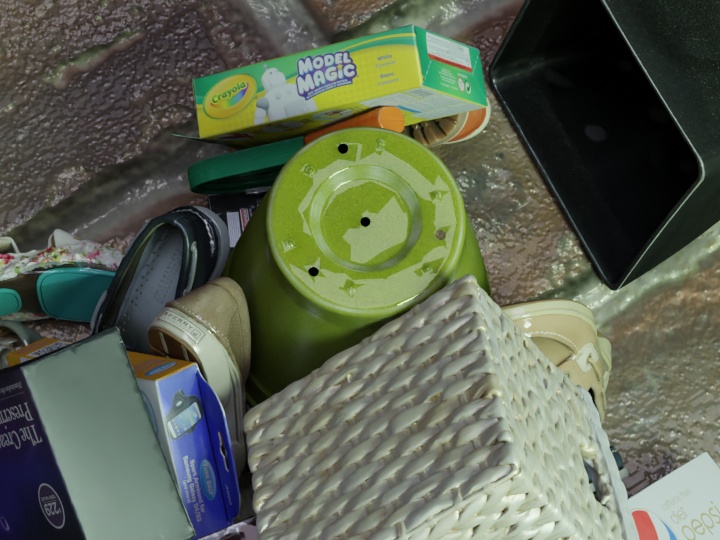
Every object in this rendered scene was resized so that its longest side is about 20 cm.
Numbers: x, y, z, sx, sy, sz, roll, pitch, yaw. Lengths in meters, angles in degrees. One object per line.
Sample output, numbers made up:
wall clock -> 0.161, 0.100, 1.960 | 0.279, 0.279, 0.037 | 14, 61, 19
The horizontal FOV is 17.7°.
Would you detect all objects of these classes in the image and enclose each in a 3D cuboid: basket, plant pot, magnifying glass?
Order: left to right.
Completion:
magnifying glass -> -0.045, -0.082, 1.612 | 0.079, 0.199, 0.023 | -2, 82, -43
plant pot -> 0.000, 0.000, 1.551 | 0.198, 0.193, 0.202 | 1, 71, -2
basket -> 0.046, 0.147, 1.432 | 0.199, 0.161, 0.199 | -32, 36, 17
plant pot -> 0.234, -0.138, 1.675 | 0.176, 0.200, 0.201 | -23, 72, -23

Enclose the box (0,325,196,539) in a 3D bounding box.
box -> -0.202, 0.128, 1.491 | 0.078, 0.200, 0.142 | -24, 92, -32

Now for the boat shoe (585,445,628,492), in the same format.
boat shoe -> 0.087, 0.142, 1.620 | 0.198, 0.075, 0.062 | -11, 82, 2

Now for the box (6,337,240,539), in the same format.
box -> -0.156, 0.115, 1.536 | 0.041, 0.199, 0.120 | -22, 108, -36

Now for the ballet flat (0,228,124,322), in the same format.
ballet flat -> -0.237, 0.001, 1.654 | 0.198, 0.076, 0.064 | -3, 54, -8

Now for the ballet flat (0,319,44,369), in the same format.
ballet flat -> -0.268, 0.128, 1.604 | 0.067, 0.064, 0.202 | 4, 66, 28

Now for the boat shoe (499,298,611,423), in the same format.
boat shoe -> 0.134, 0.066, 1.586 | 0.071, 0.200, 0.065 | -10, 72, 22

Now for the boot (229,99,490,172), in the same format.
boot -> -0.002, -0.111, 1.710 | 0.198, 0.107, 0.076 | -2, 93, 22

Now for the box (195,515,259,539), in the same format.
box -> -0.107, 0.284, 1.487 | 0.165, 0.200, 0.165 | -23, 73, -12

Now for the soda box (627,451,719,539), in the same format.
soda box -> 0.193, 0.189, 1.550 | 0.068, 0.064, 0.199 | 51, 33, 13

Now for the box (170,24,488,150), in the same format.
box -> -0.025, -0.119, 1.599 | 0.198, 0.117, 0.049 | -13, 80, 25

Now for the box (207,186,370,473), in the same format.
box -> -0.020, 0.034, 1.665 | 0.158, 0.049, 0.202 | -9, 71, -4

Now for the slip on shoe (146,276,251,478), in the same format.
slip on shoe -> -0.102, 0.078, 1.567 | 0.076, 0.201, 0.061 | 28, 59, 23

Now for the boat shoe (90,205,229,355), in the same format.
boat shoe -> -0.158, 0.046, 1.602 | 0.075, 0.060, 0.201 | 25, 101, 19
